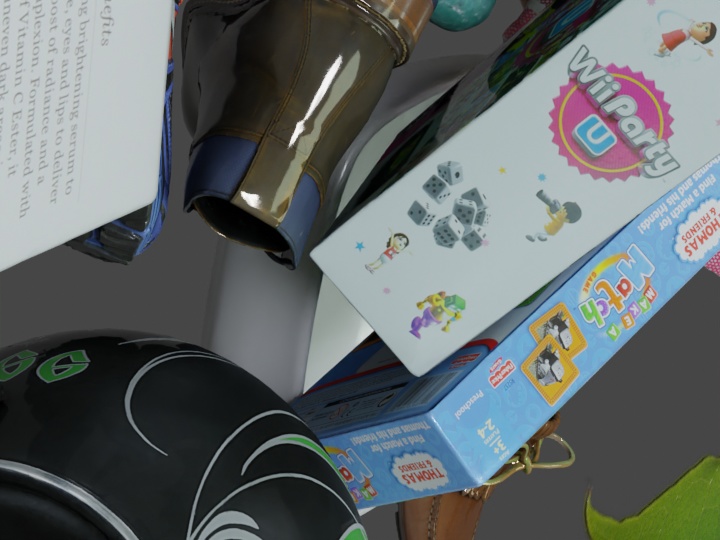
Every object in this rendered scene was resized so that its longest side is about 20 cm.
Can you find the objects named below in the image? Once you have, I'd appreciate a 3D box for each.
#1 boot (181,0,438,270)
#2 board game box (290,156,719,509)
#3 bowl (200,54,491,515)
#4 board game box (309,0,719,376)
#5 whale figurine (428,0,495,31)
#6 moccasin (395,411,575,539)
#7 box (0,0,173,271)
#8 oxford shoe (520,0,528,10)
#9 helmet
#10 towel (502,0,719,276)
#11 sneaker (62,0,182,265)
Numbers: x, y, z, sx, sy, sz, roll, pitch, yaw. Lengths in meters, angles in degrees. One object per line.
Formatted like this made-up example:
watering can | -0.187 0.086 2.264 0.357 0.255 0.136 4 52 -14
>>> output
boot | -0.043 -0.047 0.759 0.097 0.075 0.200 -64 -171 -17
board game box | 0.057 0.017 0.827 0.200 0.151 0.037 -42 101 -31
bowl | 0.000 0.000 0.950 0.200 0.075 0.200 -25 131 -56
board game box | 0.088 -0.065 0.760 0.200 0.064 0.148 -38 -171 24
whale figurine | 0.044 -0.155 0.764 0.200 0.104 0.159 -7 117 -18
moccasin | 0.075 0.072 1.147 0.074 0.078 0.202 21 90 -65
box | -0.159 -0.059 0.498 0.200 0.152 0.106 -30 134 -54
oxford shoe | 0.142 -0.197 1.101 0.200 0.071 0.071 -47 154 -18
helmet | -0.084 0.119 0.740 0.191 0.200 0.200 -26 132 -72
towel | 0.150 -0.109 0.849 0.030 0.146 0.200 -24 157 -44
sneaker | -0.083 -0.090 0.724 0.078 0.075 0.200 -44 147 -48
